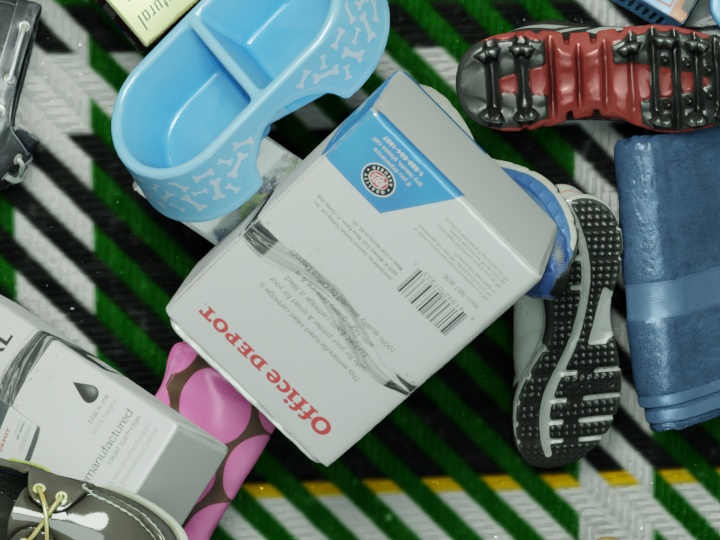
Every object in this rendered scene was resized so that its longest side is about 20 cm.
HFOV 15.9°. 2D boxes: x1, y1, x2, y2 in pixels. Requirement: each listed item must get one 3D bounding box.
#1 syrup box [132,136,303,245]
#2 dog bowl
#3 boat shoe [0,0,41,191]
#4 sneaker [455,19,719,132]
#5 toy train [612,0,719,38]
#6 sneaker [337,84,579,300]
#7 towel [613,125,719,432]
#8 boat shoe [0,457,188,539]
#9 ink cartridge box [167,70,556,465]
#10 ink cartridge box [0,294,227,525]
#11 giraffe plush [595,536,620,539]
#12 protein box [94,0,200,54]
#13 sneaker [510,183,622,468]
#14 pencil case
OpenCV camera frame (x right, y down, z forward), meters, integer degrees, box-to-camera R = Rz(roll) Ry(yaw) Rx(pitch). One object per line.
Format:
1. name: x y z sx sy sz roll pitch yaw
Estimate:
1. syrup box: -0.048 -0.033 1.708 0.199 0.081 0.079 34 92 -6
2. dog bowl: -0.073 -0.122 1.594 0.200 0.050 0.112 -44 55 5
3. boat shoe: -0.245 -0.082 1.693 0.067 0.072 0.202 8 85 -5
4. sneaker: 0.163 -0.131 1.714 0.199 0.098 0.071 0 103 4
5. toy train: 0.250 -0.240 1.731 0.114 0.087 0.201 30 90 -1
6. sneaker: 0.058 -0.044 1.674 0.200 0.089 0.079 40 127 30
7. towel: 0.218 0.002 1.738 0.111 0.048 0.202 -11 99 -41
8. boat shoe: -0.201 0.153 1.558 0.200 0.061 0.072 11 80 23
9. ink cartridge box: 0.000 0.000 1.600 0.145 0.084 0.200 44 116 -8
10. ink cartridge box: -0.210 0.118 1.651 0.199 0.084 0.145 31 88 26
11. giraffe plush: 0.140 0.277 1.729 0.161 0.173 0.201 -27 61 -14
12. protein box: -0.132 -0.281 1.659 0.198 0.135 0.200 -41 96 -3
13. sneaker: 0.136 0.036 1.744 0.073 0.080 0.202 2 109 -14
14. pencil case: -0.128 0.138 1.707 0.093 0.091 0.201 30 87 -9
